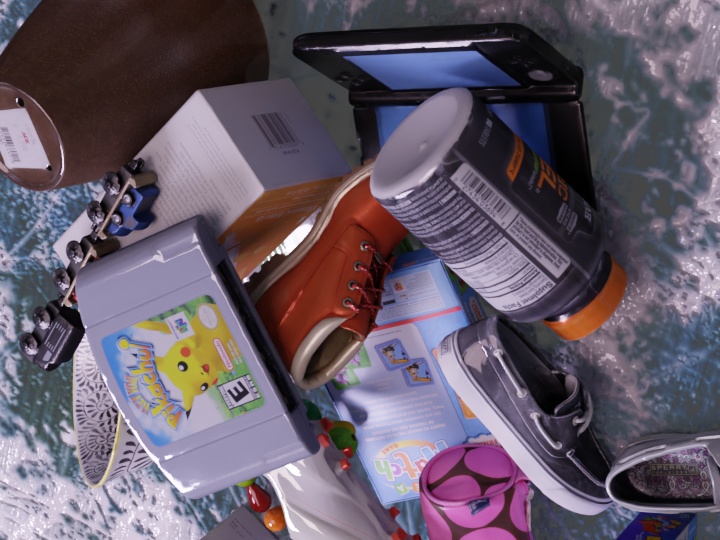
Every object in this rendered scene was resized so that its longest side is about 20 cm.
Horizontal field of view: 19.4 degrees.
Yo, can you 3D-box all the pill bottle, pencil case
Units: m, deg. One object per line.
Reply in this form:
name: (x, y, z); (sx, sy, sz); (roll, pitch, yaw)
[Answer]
pill bottle: (0.109, -0.034, 1.559); (0.106, 0.107, 0.200); (-33, 118, 32)
pencil case: (0.107, 0.240, 1.683); (0.093, 0.091, 0.202); (-8, 120, 9)

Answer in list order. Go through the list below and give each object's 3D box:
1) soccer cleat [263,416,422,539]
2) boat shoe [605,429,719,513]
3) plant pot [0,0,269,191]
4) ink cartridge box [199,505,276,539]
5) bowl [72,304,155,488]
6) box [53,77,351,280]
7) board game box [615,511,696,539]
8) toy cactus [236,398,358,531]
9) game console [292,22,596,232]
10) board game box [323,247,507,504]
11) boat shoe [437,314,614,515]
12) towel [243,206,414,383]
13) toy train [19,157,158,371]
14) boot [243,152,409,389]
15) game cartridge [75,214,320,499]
soccer cleat: (-0.010, 0.205, 1.645); (0.077, 0.069, 0.201); (-33, 99, 15)
boat shoe: (0.278, 0.154, 1.586); (0.199, 0.071, 0.071); (-9, 102, 31)
plant pot: (-0.203, -0.149, 1.654); (0.186, 0.200, 0.188); (23, 133, 27)
ink cartridge box: (-0.157, 0.309, 1.802); (0.086, 0.200, 0.147); (44, 122, 8)
bowl: (-0.179, 0.084, 1.785); (0.093, 0.201, 0.203); (2, 114, -18)
box: (-0.124, -0.048, 1.654); (0.200, 0.124, 0.098); (-42, 75, 32)
board game box: (0.202, 0.280, 1.594); (0.044, 0.200, 0.136); (6, 109, 26)
toy cactus: (-0.078, 0.134, 1.738); (0.166, 0.102, 0.200); (60, 159, -4)
game console: (0.064, -0.105, 1.601); (0.198, 0.176, 0.118); (0, 78, 28)
board game box: (0.045, 0.086, 1.689); (0.150, 0.037, 0.201); (-14, 111, 30)
boat shoe: (0.145, 0.109, 1.618); (0.068, 0.072, 0.200); (-30, 114, 31)
towel: (-0.036, 0.021, 1.725); (0.199, 0.031, 0.150); (-13, 113, 32)
toy train: (-0.206, -0.001, 1.622); (0.046, 0.034, 0.201); (40, 118, 17)
boot: (0.000, 0.000, 1.602); (0.200, 0.075, 0.107); (-48, 43, 10)
game cartridge: (-0.129, 0.071, 1.587); (0.133, 0.040, 0.201); (-22, 101, 28)
